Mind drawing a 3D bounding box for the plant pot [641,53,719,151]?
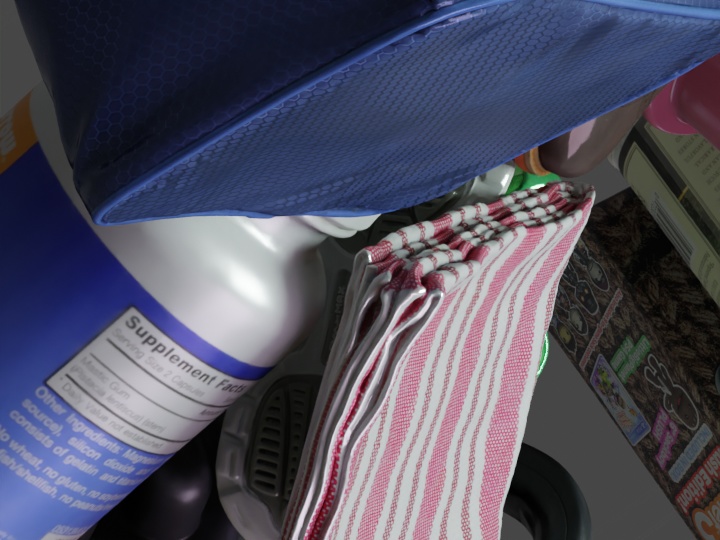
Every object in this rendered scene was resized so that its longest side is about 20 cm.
[{"bbox_3d":[0.208,-0.084,1.037,0.200,0.179,0.200,-32,162,-12],"label":"plant pot"}]

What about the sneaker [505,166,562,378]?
[{"bbox_3d":[0.020,0.035,1.066,0.074,0.084,0.200,1,114,-41],"label":"sneaker"}]

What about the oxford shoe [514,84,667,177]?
[{"bbox_3d":[0.123,-0.105,0.927,0.200,0.073,0.071,-55,159,8],"label":"oxford shoe"}]

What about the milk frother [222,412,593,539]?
[{"bbox_3d":[-0.001,0.125,1.182,0.181,0.188,0.200,-62,165,-5],"label":"milk frother"}]

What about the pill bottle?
[{"bbox_3d":[-0.082,0.005,0.860,0.200,0.112,0.112,-42,161,14],"label":"pill bottle"}]

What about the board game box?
[{"bbox_3d":[0.207,0.040,1.317,0.159,0.200,0.097,-28,161,-21],"label":"board game box"}]

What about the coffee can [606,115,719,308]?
[{"bbox_3d":[0.219,-0.013,1.200,0.146,0.200,0.146,-31,162,-11],"label":"coffee can"}]

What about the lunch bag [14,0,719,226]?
[{"bbox_3d":[-0.009,-0.096,0.710,0.136,0.132,0.200,-26,168,27],"label":"lunch bag"}]

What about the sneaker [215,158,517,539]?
[{"bbox_3d":[0.000,0.000,0.991,0.099,0.078,0.200,-24,135,-88],"label":"sneaker"}]

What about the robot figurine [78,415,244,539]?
[{"bbox_3d":[-0.114,0.097,1.030,0.200,0.150,0.125,118,-7,-55],"label":"robot figurine"}]

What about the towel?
[{"bbox_3d":[0.027,0.051,0.918,0.200,0.030,0.146,-21,129,-66],"label":"towel"}]
